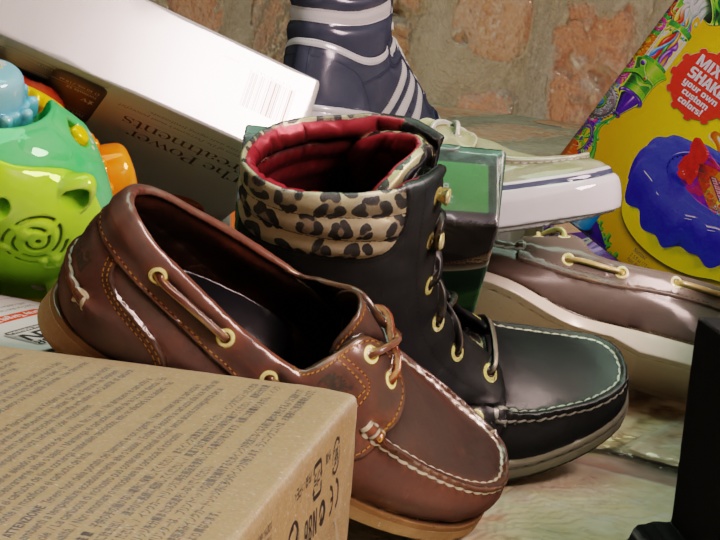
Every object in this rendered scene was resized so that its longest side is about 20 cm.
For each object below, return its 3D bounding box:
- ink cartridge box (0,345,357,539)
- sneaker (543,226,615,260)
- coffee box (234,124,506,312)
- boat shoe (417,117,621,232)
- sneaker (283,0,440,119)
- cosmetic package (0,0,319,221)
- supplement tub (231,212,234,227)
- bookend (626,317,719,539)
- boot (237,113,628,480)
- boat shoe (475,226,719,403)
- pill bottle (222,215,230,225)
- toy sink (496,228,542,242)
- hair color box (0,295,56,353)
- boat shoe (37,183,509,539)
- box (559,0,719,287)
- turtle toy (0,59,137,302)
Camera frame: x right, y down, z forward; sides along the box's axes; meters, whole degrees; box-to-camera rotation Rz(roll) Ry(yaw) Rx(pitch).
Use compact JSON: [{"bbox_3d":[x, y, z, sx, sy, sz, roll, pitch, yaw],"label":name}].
[{"bbox_3d":[-0.098,0.082,0.483,0.163,0.076,0.200,6,10,10],"label":"ink cartridge box"},{"bbox_3d":[0.104,-0.027,1.178,0.198,0.084,0.081,6,10,-3],"label":"sneaker"},{"bbox_3d":[0.000,0.000,0.796,0.122,0.044,0.200,6,-25,-2],"label":"coffee box"},{"bbox_3d":[0.034,-0.048,0.838,0.198,0.063,0.072,-4,2,14],"label":"boat shoe"},{"bbox_3d":[0.007,-0.139,1.078,0.070,0.110,0.200,7,6,24],"label":"sneaker"},{"bbox_3d":[-0.140,-0.092,0.812,0.199,0.052,0.151,23,-19,-16],"label":"cosmetic package"},{"bbox_3d":[-0.112,-0.057,1.112,0.121,0.124,0.200,5,9,-3],"label":"supplement tub"},{"bbox_3d":[0.213,0.031,0.580,0.197,0.202,0.092,5,10,-6],"label":"bookend"},{"bbox_3d":[0.033,0.013,0.684,0.202,0.155,0.074,-1,40,-13],"label":"boot"},{"bbox_3d":[0.114,0.013,0.887,0.198,0.060,0.072,18,-24,5],"label":"boat shoe"},{"bbox_3d":[-0.183,-0.024,0.920,0.199,0.112,0.110,-1,12,-31],"label":"pill bottle"},{"bbox_3d":[0.039,-0.020,1.017,0.129,0.113,0.200,2,11,-15],"label":"toy sink"},{"bbox_3d":[-0.205,0.041,0.693,0.198,0.062,0.101,9,10,23],"label":"hair color box"},{"bbox_3d":[-0.020,0.037,0.608,0.199,0.070,0.071,27,29,-22],"label":"boat shoe"},{"bbox_3d":[0.243,-0.065,0.943,0.200,0.193,0.122,38,17,9],"label":"box"},{"bbox_3d":[-0.188,-0.041,0.760,0.199,0.102,0.146,-1,-28,41],"label":"turtle toy"}]
